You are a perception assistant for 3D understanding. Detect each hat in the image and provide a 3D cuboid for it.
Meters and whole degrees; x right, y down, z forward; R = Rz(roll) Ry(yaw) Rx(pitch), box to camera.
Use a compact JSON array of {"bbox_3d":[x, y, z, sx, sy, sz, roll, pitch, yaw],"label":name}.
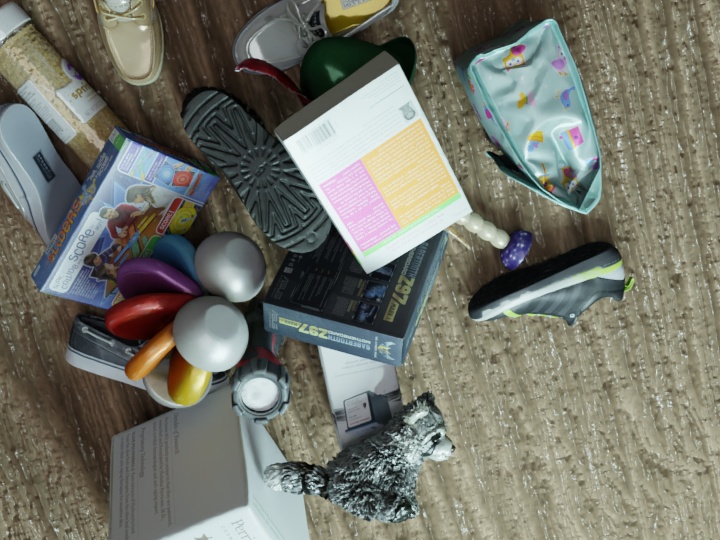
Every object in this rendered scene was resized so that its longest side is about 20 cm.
[{"bbox_3d":[-0.055,-0.218,1.100,0.175,0.200,0.166,32,80,-26],"label":"hat"}]

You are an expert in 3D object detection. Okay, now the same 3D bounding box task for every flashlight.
[{"bbox_3d":[-0.110,0.102,1.211,0.068,0.200,0.068,24,104,-10],"label":"flashlight"}]

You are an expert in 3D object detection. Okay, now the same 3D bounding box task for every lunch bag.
[{"bbox_3d":[0.190,-0.161,1.157,0.121,0.170,0.201,-27,103,5],"label":"lunch bag"}]

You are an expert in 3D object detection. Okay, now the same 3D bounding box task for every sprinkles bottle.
[{"bbox_3d":[-0.339,-0.200,1.184,0.068,0.068,0.200,-39,104,9],"label":"sprinkles bottle"}]

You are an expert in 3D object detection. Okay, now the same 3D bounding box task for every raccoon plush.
[{"bbox_3d":[0.000,0.189,1.148,0.198,0.097,0.135,7,99,-6],"label":"raccoon plush"}]

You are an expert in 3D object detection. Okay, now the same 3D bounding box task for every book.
[{"bbox_3d":[0.016,-0.101,1.070,0.133,0.048,0.200,-34,132,-2],"label":"book"}]

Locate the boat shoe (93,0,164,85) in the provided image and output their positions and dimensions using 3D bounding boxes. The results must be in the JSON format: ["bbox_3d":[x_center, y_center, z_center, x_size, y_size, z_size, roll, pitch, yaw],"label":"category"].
[{"bbox_3d":[-0.260,-0.298,1.156,0.073,0.069,0.202,-9,106,1],"label":"boat shoe"}]

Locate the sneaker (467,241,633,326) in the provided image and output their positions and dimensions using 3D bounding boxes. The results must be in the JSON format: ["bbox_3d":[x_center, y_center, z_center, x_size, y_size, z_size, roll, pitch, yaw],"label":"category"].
[{"bbox_3d":[0.229,0.036,1.269,0.199,0.072,0.083,-20,107,4],"label":"sneaker"}]

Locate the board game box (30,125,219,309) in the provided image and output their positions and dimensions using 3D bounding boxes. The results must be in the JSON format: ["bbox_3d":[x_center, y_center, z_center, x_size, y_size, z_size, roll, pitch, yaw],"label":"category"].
[{"bbox_3d":[-0.265,-0.050,1.210,0.135,0.034,0.201,21,107,-46],"label":"board game box"}]

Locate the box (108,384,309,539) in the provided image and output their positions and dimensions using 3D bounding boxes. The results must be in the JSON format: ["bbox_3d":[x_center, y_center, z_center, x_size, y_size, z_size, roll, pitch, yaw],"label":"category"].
[{"bbox_3d":[-0.170,0.287,1.241,0.170,0.201,0.200,-24,127,5],"label":"box"}]

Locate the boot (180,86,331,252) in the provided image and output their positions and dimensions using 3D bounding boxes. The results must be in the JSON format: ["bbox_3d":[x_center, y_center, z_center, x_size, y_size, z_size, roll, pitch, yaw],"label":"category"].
[{"bbox_3d":[-0.115,-0.117,1.169,0.079,0.158,0.212,-38,102,-2],"label":"boot"}]

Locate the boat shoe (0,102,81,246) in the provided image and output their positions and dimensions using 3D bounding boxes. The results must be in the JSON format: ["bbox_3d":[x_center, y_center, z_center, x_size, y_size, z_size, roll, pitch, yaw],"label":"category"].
[{"bbox_3d":[-0.370,-0.100,1.218,0.065,0.074,0.201,5,124,36],"label":"boat shoe"}]

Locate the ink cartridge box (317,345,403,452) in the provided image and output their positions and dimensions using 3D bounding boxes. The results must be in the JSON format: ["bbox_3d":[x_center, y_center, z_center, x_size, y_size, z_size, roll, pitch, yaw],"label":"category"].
[{"bbox_3d":[0.002,0.134,1.252,0.085,0.147,0.201,-13,107,0],"label":"ink cartridge box"}]

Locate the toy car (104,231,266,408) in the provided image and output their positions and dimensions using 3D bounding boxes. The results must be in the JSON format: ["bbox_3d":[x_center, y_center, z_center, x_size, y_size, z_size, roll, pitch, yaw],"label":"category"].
[{"bbox_3d":[-0.204,0.043,1.181,0.149,0.201,0.175,24,143,-17],"label":"toy car"}]

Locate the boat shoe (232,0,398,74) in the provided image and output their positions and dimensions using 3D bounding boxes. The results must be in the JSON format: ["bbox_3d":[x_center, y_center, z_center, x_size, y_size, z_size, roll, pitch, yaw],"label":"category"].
[{"bbox_3d":[-0.048,-0.267,1.163,0.201,0.086,0.075,-20,106,4],"label":"boat shoe"}]

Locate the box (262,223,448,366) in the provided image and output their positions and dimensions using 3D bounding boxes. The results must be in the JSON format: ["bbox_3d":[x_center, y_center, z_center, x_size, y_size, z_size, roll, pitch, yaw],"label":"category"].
[{"bbox_3d":[0.000,0.000,1.171,0.156,0.201,0.051,13,138,11],"label":"box"}]

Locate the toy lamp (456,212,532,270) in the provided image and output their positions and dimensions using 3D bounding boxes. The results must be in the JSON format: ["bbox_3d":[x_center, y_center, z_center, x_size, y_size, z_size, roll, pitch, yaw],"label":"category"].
[{"bbox_3d":[0.106,-0.073,1.242,0.199,0.058,0.058,29,104,-12],"label":"toy lamp"}]

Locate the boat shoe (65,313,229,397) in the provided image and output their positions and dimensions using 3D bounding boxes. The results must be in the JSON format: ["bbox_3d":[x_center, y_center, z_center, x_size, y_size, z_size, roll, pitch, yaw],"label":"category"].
[{"bbox_3d":[-0.251,0.098,1.278,0.198,0.072,0.068,16,107,1],"label":"boat shoe"}]

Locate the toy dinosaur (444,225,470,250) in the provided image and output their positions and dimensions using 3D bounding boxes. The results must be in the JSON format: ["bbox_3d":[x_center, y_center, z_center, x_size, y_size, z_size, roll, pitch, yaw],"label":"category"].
[{"bbox_3d":[0.051,-0.115,1.174,0.105,0.060,0.202,-11,74,-9],"label":"toy dinosaur"}]
